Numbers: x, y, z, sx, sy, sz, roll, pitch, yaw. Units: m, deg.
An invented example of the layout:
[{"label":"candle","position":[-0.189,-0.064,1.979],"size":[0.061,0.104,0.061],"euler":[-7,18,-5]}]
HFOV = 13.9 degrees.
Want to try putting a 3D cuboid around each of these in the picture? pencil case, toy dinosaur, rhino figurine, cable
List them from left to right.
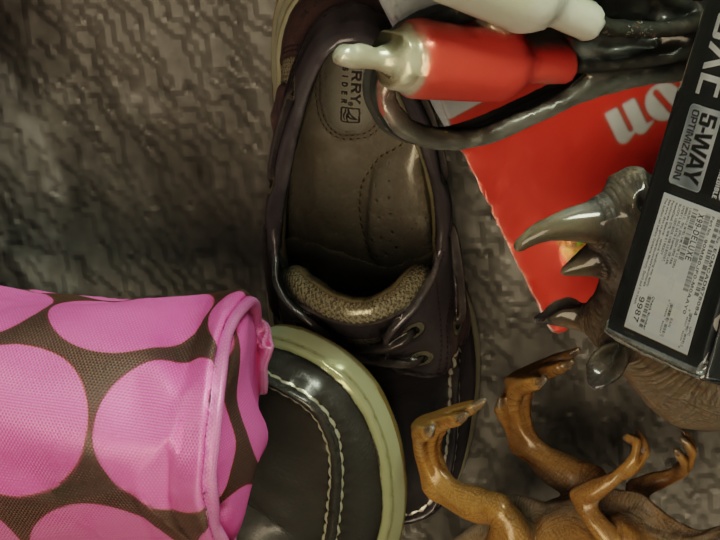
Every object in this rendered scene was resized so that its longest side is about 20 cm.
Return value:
[{"label":"pencil case","position":[-0.123,0.036,0.900],"size":[0.200,0.094,0.091],"euler":[7,117,14]},{"label":"toy dinosaur","position":[0.052,0.089,0.953],"size":[0.200,0.060,0.106],"euler":[-16,100,44]},{"label":"cable","position":[0.082,-0.063,0.841],"size":[0.200,0.050,0.097],"euler":[13,110,-23]},{"label":"rhino figurine","position":[0.129,0.014,0.898],"size":[0.200,0.060,0.087],"euler":[14,117,-32]}]

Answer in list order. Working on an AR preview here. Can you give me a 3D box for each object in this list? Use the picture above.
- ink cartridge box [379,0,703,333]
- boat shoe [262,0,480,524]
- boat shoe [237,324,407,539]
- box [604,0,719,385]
[{"label":"ink cartridge box","position":[0.086,-0.096,0.869],"size":[0.162,0.050,0.200],"euler":[-28,104,-2]},{"label":"boat shoe","position":[0.000,0.000,0.950],"size":[0.072,0.065,0.200],"euler":[1,115,7]},{"label":"boat shoe","position":[-0.037,0.105,0.974],"size":[0.072,0.066,0.201],"euler":[31,137,16]},{"label":"box","position":[0.167,-0.057,0.823],"size":[0.158,0.050,0.200],"euler":[13,97,-34]}]
